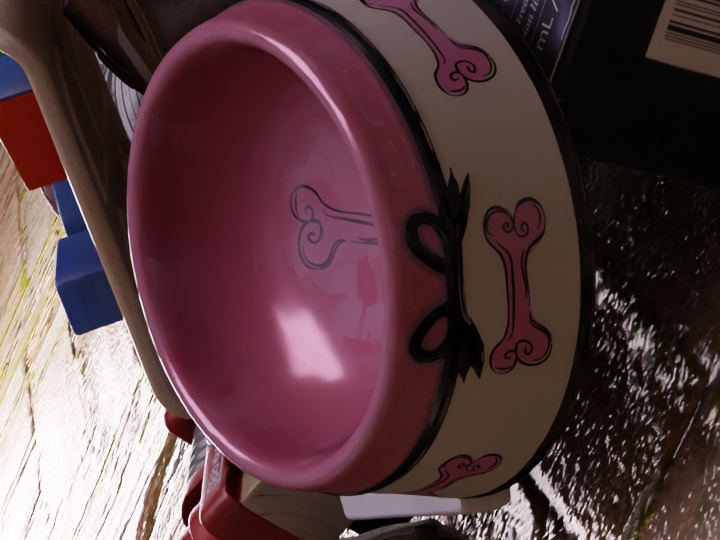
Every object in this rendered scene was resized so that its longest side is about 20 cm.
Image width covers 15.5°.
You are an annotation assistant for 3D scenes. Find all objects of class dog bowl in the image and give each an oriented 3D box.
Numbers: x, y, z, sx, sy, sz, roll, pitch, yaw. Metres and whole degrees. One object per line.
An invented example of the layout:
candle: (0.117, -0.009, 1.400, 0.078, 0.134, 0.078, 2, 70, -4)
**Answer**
dog bowl: (-0.009, -0.010, 0.929, 0.200, 0.074, 0.200, 21, 116, 51)

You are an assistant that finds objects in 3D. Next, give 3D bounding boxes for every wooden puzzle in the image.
wooden puzzle: (-0.128, -0.045, 1.200, 0.046, 0.200, 0.185, -23, 22, 4)

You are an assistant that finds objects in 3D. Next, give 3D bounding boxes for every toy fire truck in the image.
toy fire truck: (-0.050, 0.108, 1.261, 0.200, 0.129, 0.176, -48, 21, 27)

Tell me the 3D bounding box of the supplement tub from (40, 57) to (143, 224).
supplement tub: (-0.074, -0.084, 1.327, 0.200, 0.107, 0.107, -28, 39, 48)

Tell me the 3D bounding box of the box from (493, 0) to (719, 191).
box: (0.087, -0.132, 0.980, 0.200, 0.107, 0.148, 41, 116, 60)

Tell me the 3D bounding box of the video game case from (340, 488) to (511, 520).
video game case: (0.000, 0.000, 1.050, 0.182, 0.023, 0.200, 158, 99, -74)

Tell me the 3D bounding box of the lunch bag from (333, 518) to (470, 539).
lunch bag: (-0.040, 0.187, 1.065, 0.200, 0.118, 0.164, -61, 12, -22)

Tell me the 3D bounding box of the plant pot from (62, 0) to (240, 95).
plant pot: (-0.047, -0.185, 1.121, 0.198, 0.200, 0.200, -37, 9, -13)
